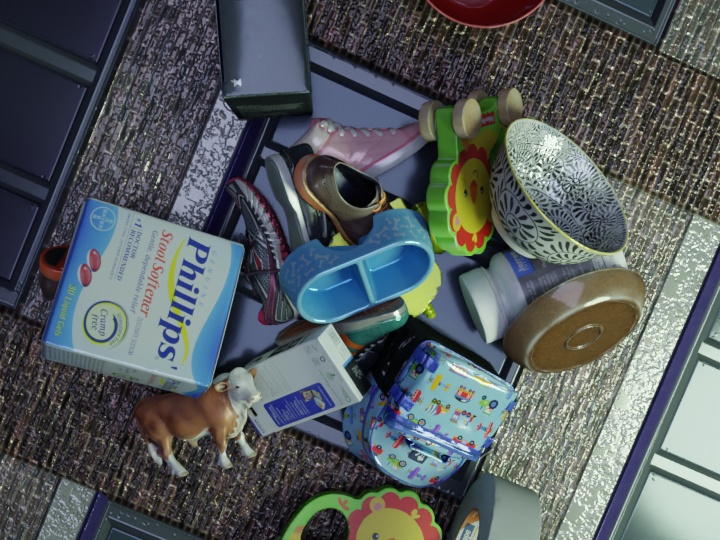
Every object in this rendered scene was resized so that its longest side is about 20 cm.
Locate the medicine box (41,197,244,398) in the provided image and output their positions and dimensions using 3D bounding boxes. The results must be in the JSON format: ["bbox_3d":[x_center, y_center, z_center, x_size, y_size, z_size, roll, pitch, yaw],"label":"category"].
[{"bbox_3d":[-0.261,0.036,1.118,0.197,0.103,0.185,16,71,-13],"label":"medicine box"}]

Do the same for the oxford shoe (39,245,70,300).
[{"bbox_3d":[-0.319,0.020,1.213,0.197,0.072,0.073,11,127,-10],"label":"oxford shoe"}]

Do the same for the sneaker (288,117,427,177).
[{"bbox_3d":[-0.008,-0.168,1.200,0.198,0.075,0.106,-28,99,3],"label":"sneaker"}]

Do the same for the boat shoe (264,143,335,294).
[{"bbox_3d":[-0.061,-0.060,1.165,0.060,0.075,0.202,-24,119,-19],"label":"boat shoe"}]

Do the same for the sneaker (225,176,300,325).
[{"bbox_3d":[-0.131,-0.025,1.201,0.074,0.081,0.202,-22,94,1],"label":"sneaker"}]

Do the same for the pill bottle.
[{"bbox_3d":[0.236,0.015,1.203,0.198,0.114,0.115,-22,94,-2],"label":"pill bottle"}]

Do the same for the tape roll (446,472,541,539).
[{"bbox_3d":[0.159,0.365,1.176,0.065,0.200,0.203,20,92,-4],"label":"tape roll"}]

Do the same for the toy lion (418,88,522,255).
[{"bbox_3d":[0.141,-0.121,1.160,0.068,0.199,0.195,3,107,34],"label":"toy lion"}]

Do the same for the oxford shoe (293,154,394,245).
[{"bbox_3d":[0.007,-0.072,1.131,0.199,0.072,0.072,33,70,-39],"label":"oxford shoe"}]

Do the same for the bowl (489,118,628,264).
[{"bbox_3d":[0.221,-0.077,1.122,0.201,0.201,0.094,43,129,-4],"label":"bowl"}]

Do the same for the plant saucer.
[{"bbox_3d":[0.278,0.073,1.176,0.198,0.201,0.035,-22,55,-2],"label":"plant saucer"}]

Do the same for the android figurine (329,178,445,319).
[{"bbox_3d":[0.031,-0.013,1.229,0.181,0.041,0.202,-31,94,-1],"label":"android figurine"}]

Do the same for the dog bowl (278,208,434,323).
[{"bbox_3d":[0.000,0.000,1.127,0.198,0.050,0.112,-21,138,-2],"label":"dog bowl"}]

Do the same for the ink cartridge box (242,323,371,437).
[{"bbox_3d":[-0.085,0.146,1.196,0.199,0.039,0.100,-25,103,39],"label":"ink cartridge box"}]

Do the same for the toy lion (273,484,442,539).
[{"bbox_3d":[0.003,0.368,1.243,0.199,0.069,0.193,36,84,-4],"label":"toy lion"}]

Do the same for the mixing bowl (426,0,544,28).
[{"bbox_3d":[0.150,-0.400,1.179,0.197,0.108,0.203,0,92,-2],"label":"mixing bowl"}]

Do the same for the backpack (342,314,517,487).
[{"bbox_3d":[0.080,0.188,1.185,0.181,0.135,0.201,31,97,-23],"label":"backpack"}]

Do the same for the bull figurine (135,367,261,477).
[{"bbox_3d":[-0.201,0.196,1.199,0.198,0.065,0.123,-13,94,23],"label":"bull figurine"}]

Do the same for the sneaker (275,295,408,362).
[{"bbox_3d":[-0.014,0.090,1.195,0.198,0.072,0.081,-18,110,32],"label":"sneaker"}]

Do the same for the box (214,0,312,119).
[{"bbox_3d":[-0.114,-0.271,1.128,0.103,0.200,0.150,-4,93,-2],"label":"box"}]
